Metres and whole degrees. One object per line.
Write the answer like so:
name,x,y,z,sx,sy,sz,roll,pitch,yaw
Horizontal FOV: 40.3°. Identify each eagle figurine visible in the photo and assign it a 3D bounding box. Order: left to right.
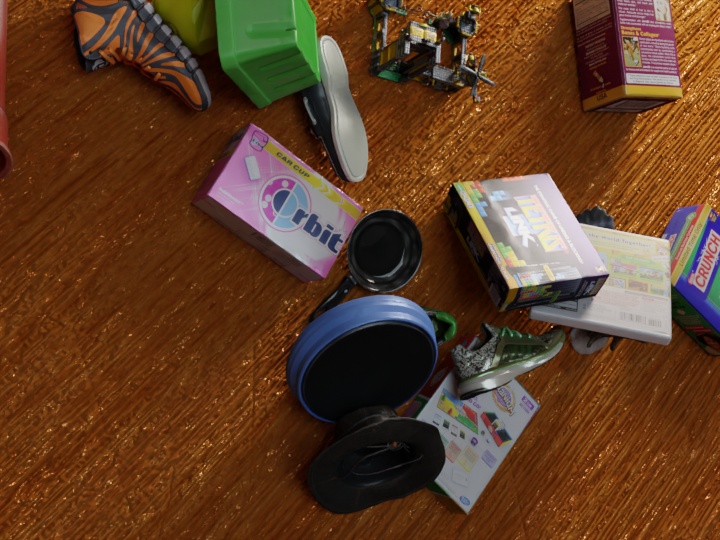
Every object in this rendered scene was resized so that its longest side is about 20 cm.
eagle figurine,0.390,0.022,1.509,0.152,0.150,0.201,73,14,-46

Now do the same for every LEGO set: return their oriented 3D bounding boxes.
LEGO set,0.107,-0.333,1.391,0.199,0.116,0.154,19,74,-25

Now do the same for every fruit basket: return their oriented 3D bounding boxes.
fruit basket,-0.163,-0.297,1.221,0.215,0.215,0.156,-2,83,-29

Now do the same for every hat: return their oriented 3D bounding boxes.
hat,0.012,0.227,1.262,0.200,0.201,0.081,4,43,-28

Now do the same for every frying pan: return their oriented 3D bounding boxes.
frying pan,0.014,0.006,1.343,0.115,0.031,0.191,29,87,-24

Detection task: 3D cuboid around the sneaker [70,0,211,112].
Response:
sneaker,-0.279,-0.258,1.205,0.112,0.078,0.200,-41,97,-19

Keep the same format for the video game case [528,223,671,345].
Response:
video game case,0.348,0.012,1.419,0.199,0.023,0.183,11,52,3

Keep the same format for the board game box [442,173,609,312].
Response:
board game box,0.231,-0.044,1.388,0.165,0.057,0.200,-9,54,-22

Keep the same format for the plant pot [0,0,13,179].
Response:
plant pot,-0.460,-0.215,1.036,0.200,0.201,0.196,10,70,-27

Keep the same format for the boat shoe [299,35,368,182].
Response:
boat shoe,-0.042,-0.213,1.329,0.075,0.060,0.201,-6,84,-57

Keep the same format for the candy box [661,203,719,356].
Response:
candy box,0.577,0.017,1.621,0.200,0.077,0.169,40,67,-17

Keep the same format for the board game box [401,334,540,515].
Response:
board game box,0.146,0.215,1.380,0.153,0.040,0.200,47,64,-15

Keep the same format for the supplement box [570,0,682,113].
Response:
supplement box,0.426,-0.362,1.577,0.130,0.103,0.201,-3,85,-28

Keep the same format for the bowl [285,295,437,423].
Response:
bowl,0.005,0.118,1.241,0.200,0.201,0.039,4,38,-28

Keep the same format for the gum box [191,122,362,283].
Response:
gum box,-0.101,-0.081,1.271,0.200,0.066,0.114,36,69,-20

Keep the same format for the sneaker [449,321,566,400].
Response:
sneaker,0.205,0.105,1.367,0.199,0.077,0.089,-23,86,-31

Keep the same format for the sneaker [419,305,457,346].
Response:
sneaker,0.040,0.090,1.314,0.199,0.085,0.078,-21,93,-28
